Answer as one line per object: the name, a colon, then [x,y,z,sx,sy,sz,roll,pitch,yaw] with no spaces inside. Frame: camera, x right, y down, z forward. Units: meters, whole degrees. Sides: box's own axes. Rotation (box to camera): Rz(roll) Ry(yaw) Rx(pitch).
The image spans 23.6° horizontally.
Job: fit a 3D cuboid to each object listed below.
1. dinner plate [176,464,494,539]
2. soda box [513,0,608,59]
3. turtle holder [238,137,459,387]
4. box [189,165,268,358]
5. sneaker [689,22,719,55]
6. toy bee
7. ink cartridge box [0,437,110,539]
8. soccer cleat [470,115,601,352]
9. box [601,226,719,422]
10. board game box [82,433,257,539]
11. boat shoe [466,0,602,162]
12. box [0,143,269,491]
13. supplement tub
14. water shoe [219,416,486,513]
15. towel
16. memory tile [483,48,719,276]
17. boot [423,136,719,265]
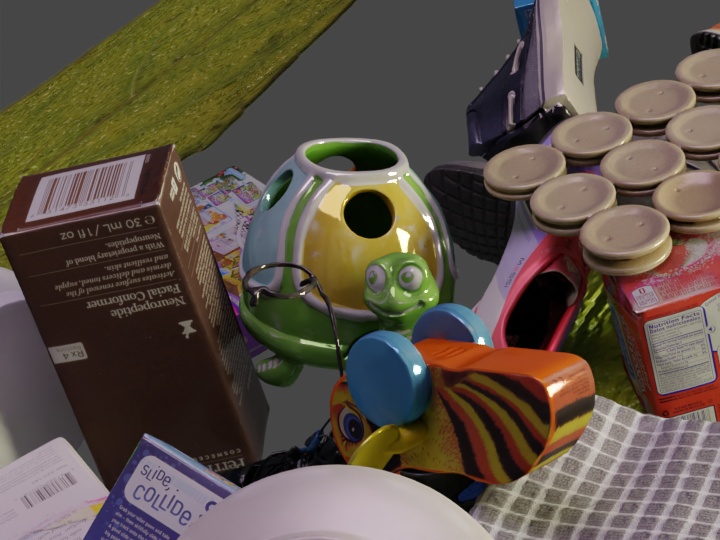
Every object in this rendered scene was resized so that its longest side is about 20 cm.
dinner plate: [-0.018,0.181,0.733,0.199,0.024,0.201,-5,74,17]
soda box: [0.164,-0.243,1.462,0.067,0.064,0.200,-12,30,9]
turtle holder: [-0.010,-0.002,1.047,0.140,0.132,0.186,6,21,10]
box: [-0.099,-0.003,1.229,0.136,0.039,0.200,-28,32,-19]
sneaker: [0.327,-0.152,1.222,0.090,0.070,0.200,-32,31,-18]
toy bee: [0.031,0.070,0.861,0.130,0.109,0.200,-11,23,-24]
ink cartridge box: [-0.168,0.181,0.934,0.116,0.068,0.200,-28,30,-17]
soccer cleat: [0.118,-0.010,1.035,0.201,0.068,0.073,-63,17,-22]
box: [0.244,0.012,0.968,0.199,0.100,0.096,-17,30,1]
board game box: [-0.050,0.180,0.775,0.199,0.034,0.136,29,84,24]
boat shoe: [0.126,-0.150,1.294,0.092,0.075,0.200,-24,32,26]
box: [-0.130,0.035,1.023,0.100,0.201,0.075,-12,32,10]
supplement tub: [-0.279,0.060,1.112,0.199,0.146,0.145,13,42,41]
water shoe: [-0.008,0.108,0.959,0.199,0.079,0.072,-6,31,19]
towel: [0.132,0.142,0.827,0.165,0.086,0.200,2,35,29]
memory tile: [0.184,-0.068,1.006,0.199,0.017,0.153,-27,35,-19]
boot: [0.155,-0.057,1.174,0.199,0.070,0.132,14,38,25]
